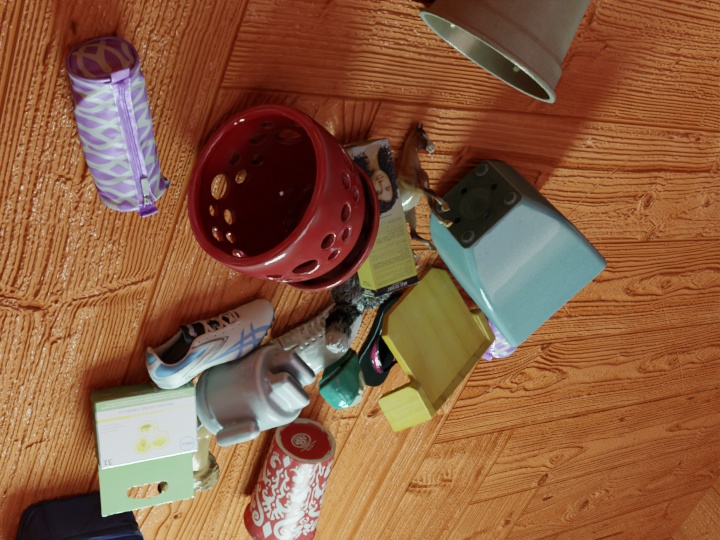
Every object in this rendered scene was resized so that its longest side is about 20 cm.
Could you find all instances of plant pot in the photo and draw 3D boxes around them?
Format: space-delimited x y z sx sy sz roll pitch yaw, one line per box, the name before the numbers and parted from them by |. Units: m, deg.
plant pot | -0.082 -0.081 1.229 0.201 0.201 0.182 -47 150 12
plant pot | 0.202 -0.339 1.226 0.200 0.200 0.185 26 99 -50
plant pot | 0.215 -0.049 1.525 0.195 0.197 0.200 -42 134 5

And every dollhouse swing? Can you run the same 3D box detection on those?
dollhouse swing | 0.094 0.124 1.666 0.200 0.176 0.181 -45 -174 -32

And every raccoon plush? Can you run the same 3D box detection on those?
raccoon plush | 0.000 0.000 1.404 0.095 0.202 0.135 2 136 2

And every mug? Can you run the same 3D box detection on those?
mug | -0.116 0.351 1.733 0.131 0.178 0.202 14 122 -4

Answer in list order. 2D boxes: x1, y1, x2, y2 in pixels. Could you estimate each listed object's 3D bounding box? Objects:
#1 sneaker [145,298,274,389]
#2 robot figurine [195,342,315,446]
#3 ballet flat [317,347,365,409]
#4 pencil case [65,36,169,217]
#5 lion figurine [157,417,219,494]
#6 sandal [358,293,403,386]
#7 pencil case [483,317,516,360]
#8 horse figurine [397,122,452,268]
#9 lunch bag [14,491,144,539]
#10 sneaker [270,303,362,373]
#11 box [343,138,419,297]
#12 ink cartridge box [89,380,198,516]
sneaker | -0.208 0.094 1.406 0.198 0.072 0.073 -30 134 -17
robot figurine | -0.161 0.177 1.451 0.198 0.171 0.113 -20 124 30
ballet flat | -0.025 0.175 1.557 0.067 0.071 0.200 -36 -177 8
pencil case | -0.263 -0.152 1.090 0.083 0.086 0.202 -23 139 -18
lion figurine | -0.259 0.270 1.542 0.121 0.073 0.202 -10 132 -37
sandal | 0.042 0.127 1.669 0.074 0.045 0.202 -13 136 -32
pencil case | 0.244 0.062 1.726 0.086 0.083 0.202 -57 155 -37
horse figurine | 0.074 -0.091 1.426 0.049 0.133 0.201 -19 152 -29
lunch bag | -0.427 0.433 1.516 0.198 0.133 0.137 -5 132 -37
sneaker | -0.081 0.112 1.526 0.200 0.073 0.084 -47 138 6
box | 0.019 -0.071 1.353 0.074 0.050 0.203 -19 103 -24
ink cartridge box | -0.305 0.260 1.434 0.143 0.048 0.203 -7 109 -21
